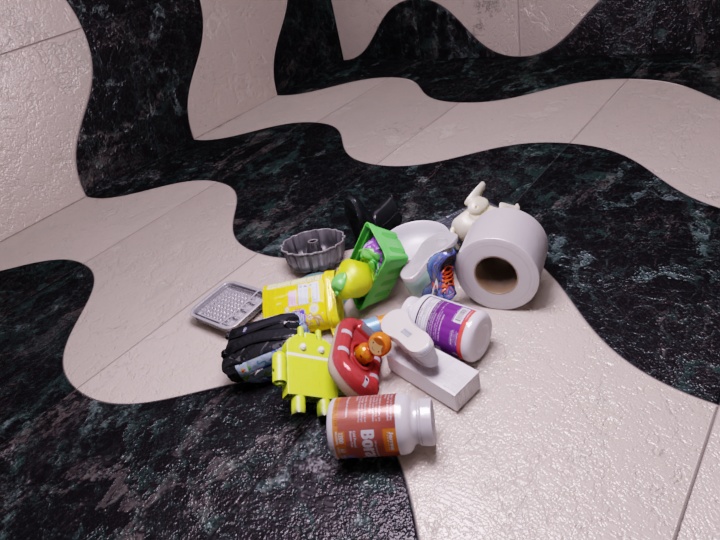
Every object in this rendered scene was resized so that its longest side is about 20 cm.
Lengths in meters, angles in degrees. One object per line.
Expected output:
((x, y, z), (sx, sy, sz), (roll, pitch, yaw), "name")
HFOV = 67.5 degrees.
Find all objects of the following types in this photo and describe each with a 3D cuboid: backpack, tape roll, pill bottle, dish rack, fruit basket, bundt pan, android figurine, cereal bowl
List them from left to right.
((-0.364, 0.106, 1.518), (0.197, 0.044, 0.172), (13, 44, 35), "dish rack")
((-0.210, 0.180, 1.279), (0.198, 0.154, 0.164), (-32, 28, 13), "backpack")
((-0.108, 0.217, 1.164), (0.179, 0.041, 0.203), (16, 52, -27), "android figurine")
((-0.137, -0.054, 1.615), (0.197, 0.077, 0.203), (-7, 24, 3), "bundt pan")
((0.000, 0.000, 1.356), (0.212, 0.217, 0.157), (-20, 54, -8), "fruit basket")
((0.041, 0.293, 1.024), (0.196, 0.114, 0.113), (-7, 34, 12), "pill bottle")
((0.158, -0.054, 1.512), (0.196, 0.085, 0.202), (-10, 34, 6), "cereal bowl")
((0.188, 0.122, 1.216), (0.198, 0.114, 0.112), (17, 44, 39), "pill bottle")
((0.340, -0.028, 1.296), (0.199, 0.206, 0.140), (5, 38, 26), "tape roll")

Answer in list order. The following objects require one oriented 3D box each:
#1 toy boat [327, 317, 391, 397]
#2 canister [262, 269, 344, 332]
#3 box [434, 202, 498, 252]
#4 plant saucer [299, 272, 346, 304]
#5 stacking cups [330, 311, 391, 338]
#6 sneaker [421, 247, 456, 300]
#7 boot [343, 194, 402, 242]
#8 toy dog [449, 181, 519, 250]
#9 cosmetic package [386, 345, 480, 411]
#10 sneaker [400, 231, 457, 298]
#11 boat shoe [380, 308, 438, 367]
((0.013, 0.178, 1.162), (0.130, 0.130, 0.202), (-36, 25, 28), "toy boat")
((-0.148, 0.090, 1.385), (0.196, 0.087, 0.151), (-11, 65, 9), "canister")
((0.334, -0.130, 1.583), (0.197, 0.052, 0.158), (-26, 35, -17), "box")
((-0.128, 0.062, 1.498), (0.196, 0.036, 0.202), (-10, 34, 7), "plant saucer")
((0.027, 0.139, 1.313), (0.196, 0.062, 0.061), (-17, 33, -11), "stacking cups")
((0.201, 0.030, 1.284), (0.074, 0.203, 0.079), (-19, 47, -21), "sneaker")
((0.043, -0.174, 1.638), (0.161, 0.201, 0.073), (-36, 41, -20), "boot")
((0.351, -0.105, 1.423), (0.199, 0.141, 0.194), (38, 64, 20), "toy dog")
((0.152, 0.215, 1.151), (0.082, 0.051, 0.198), (-32, 37, -29), "cosmetic package")
((0.186, -0.005, 1.389), (0.200, 0.119, 0.073), (-43, 43, -21), "sneaker")
((0.108, 0.146, 1.162), (0.072, 0.069, 0.199), (-39, 26, -13), "boat shoe")
